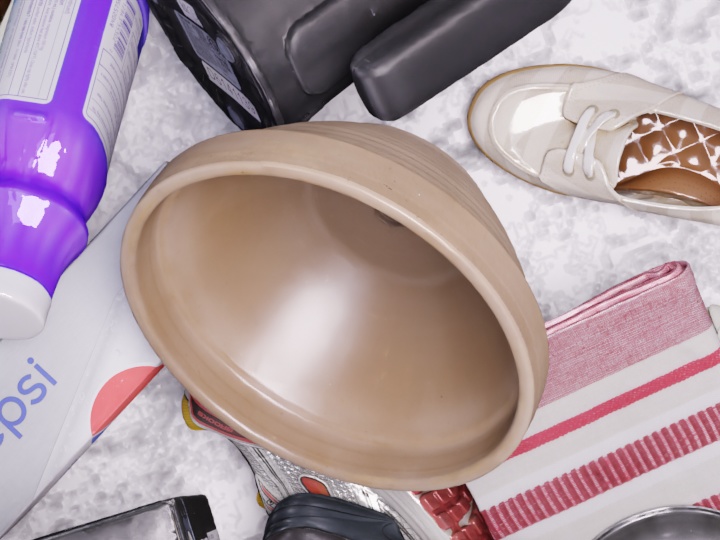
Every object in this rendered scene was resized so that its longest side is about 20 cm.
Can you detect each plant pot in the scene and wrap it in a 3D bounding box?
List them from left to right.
[{"bbox_3d":[0.000,0.000,0.948,0.201,0.201,0.093,33,51,-1],"label":"plant pot"}]

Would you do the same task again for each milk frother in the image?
[{"bbox_3d":[0.021,-0.118,1.043,0.188,0.200,0.181,-37,60,-12],"label":"milk frother"}]

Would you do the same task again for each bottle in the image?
[{"bbox_3d":[-0.153,-0.064,1.016,0.065,0.084,0.200,9,61,4],"label":"bottle"}]

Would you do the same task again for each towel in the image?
[{"bbox_3d":[0.130,0.102,1.047,0.144,0.023,0.200,-24,119,5],"label":"towel"}]

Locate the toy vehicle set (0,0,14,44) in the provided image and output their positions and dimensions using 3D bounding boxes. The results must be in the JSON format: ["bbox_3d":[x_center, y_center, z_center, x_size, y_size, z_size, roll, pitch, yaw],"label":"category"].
[{"bbox_3d":[-0.240,-0.136,1.078,0.124,0.027,0.200,24,90,-2],"label":"toy vehicle set"}]

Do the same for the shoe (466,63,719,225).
[{"bbox_3d":[0.154,-0.063,1.075,0.199,0.053,0.070,13,90,-2],"label":"shoe"}]

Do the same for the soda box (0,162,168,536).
[{"bbox_3d":[-0.139,0.040,1.056,0.068,0.063,0.200,43,89,-2],"label":"soda box"}]

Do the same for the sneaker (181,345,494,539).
[{"bbox_3d":[-0.005,0.102,1.073,0.200,0.078,0.082,43,116,-6],"label":"sneaker"}]

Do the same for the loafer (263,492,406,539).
[{"bbox_3d":[0.041,0.173,1.013,0.199,0.072,0.073,12,132,11],"label":"loafer"}]

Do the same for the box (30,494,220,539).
[{"bbox_3d":[-0.145,0.170,0.994,0.163,0.200,0.086,-17,85,-1],"label":"box"}]

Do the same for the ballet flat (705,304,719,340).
[{"bbox_3d":[0.164,0.049,1.076,0.199,0.069,0.070,-7,91,-1],"label":"ballet flat"}]

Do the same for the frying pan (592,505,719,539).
[{"bbox_3d":[0.192,0.183,1.075,0.190,0.031,0.115,20,113,-15],"label":"frying pan"}]
